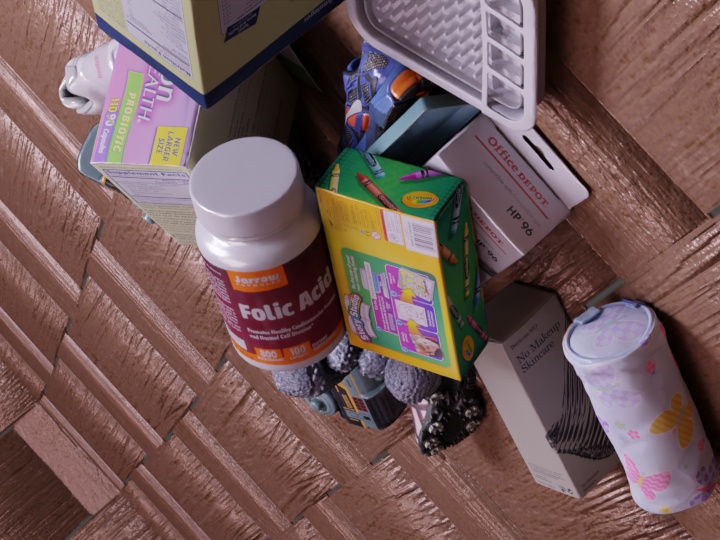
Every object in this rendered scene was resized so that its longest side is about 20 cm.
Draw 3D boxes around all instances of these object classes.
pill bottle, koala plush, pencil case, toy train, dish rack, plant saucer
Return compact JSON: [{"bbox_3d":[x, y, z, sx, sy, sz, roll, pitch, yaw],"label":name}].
[{"bbox_3d":[-0.081,-0.014,1.472,0.114,0.114,0.200,32,152,35],"label":"pill bottle"},{"bbox_3d":[0.000,0.000,1.632,0.177,0.184,0.200,0,122,21],"label":"koala plush"},{"bbox_3d":[0.246,0.121,1.463,0.091,0.083,0.200,14,140,51],"label":"pencil case"},{"bbox_3d":[-0.021,0.096,1.899,0.114,0.085,0.200,10,135,39],"label":"toy train"},{"bbox_3d":[-0.227,-0.102,1.709,0.114,0.085,0.200,26,179,-5],"label":"toy train"},{"bbox_3d":[0.070,-0.212,1.298,0.200,0.044,0.172,33,154,27],"label":"dish rack"},{"bbox_3d":[0.033,-0.103,1.463,0.200,0.070,0.019,-40,67,53],"label":"plant saucer"}]

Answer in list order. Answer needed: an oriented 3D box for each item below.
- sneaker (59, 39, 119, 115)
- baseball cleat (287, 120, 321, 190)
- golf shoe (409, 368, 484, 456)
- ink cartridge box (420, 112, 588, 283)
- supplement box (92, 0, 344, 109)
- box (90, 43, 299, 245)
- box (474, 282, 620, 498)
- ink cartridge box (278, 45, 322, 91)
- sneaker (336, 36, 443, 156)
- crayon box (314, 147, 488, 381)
[{"bbox_3d":[-0.243,-0.182,1.634,0.200,0.099,0.078,68,-170,-78],"label":"sneaker"},{"bbox_3d":[-0.043,-0.081,1.708,0.106,0.070,0.200,17,148,30],"label":"baseball cleat"},{"bbox_3d":[0.083,0.125,1.803,0.088,0.077,0.200,58,163,34],"label":"golf shoe"},{"bbox_3d":[0.104,-0.060,1.453,0.116,0.068,0.200,48,157,0],"label":"ink cartridge box"},{"bbox_3d":[-0.106,-0.277,1.316,0.134,0.200,0.200,38,155,22],"label":"supplement box"},{"bbox_3d":[-0.148,-0.137,1.548,0.097,0.176,0.200,4,161,19],"label":"box"},{"bbox_3d":[0.176,0.115,1.583,0.068,0.082,0.200,16,142,53],"label":"box"},{"bbox_3d":[-0.107,-0.258,1.552,0.145,0.048,0.200,36,176,29],"label":"ink cartridge box"},{"bbox_3d":[0.018,-0.151,1.481,0.078,0.075,0.200,60,156,12],"label":"sneaker"},{"bbox_3d":[0.039,-0.003,1.452,0.119,0.058,0.200,18,141,27],"label":"crayon box"}]
